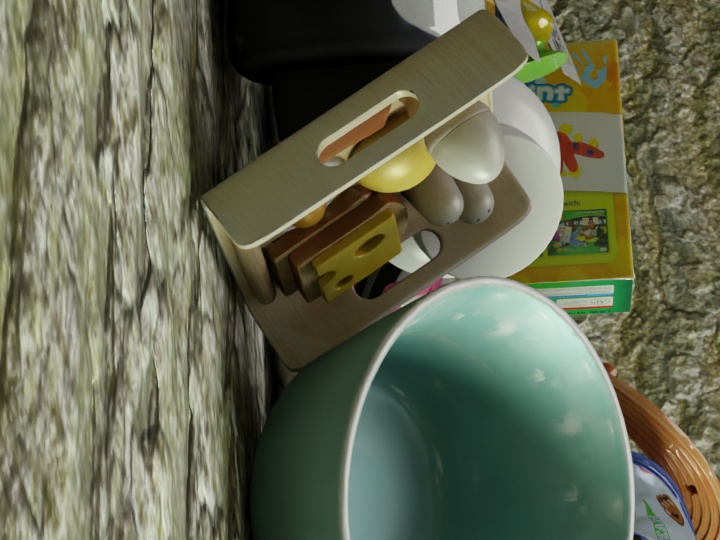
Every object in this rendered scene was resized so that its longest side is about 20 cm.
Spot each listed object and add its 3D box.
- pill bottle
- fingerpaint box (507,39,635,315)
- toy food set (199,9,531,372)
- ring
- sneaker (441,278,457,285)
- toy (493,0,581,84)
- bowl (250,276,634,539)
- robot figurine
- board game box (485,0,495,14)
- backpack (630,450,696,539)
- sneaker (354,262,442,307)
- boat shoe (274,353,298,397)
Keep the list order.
[{"bbox_3d":[0.032,-0.068,1.302,0.200,0.112,0.113,-129,-151,-59],"label":"pill bottle"},{"bbox_3d":[0.072,-0.055,1.634,0.073,0.199,0.168,78,8,-70],"label":"fingerpaint box"},{"bbox_3d":[0.014,-0.025,1.107,0.061,0.143,0.200,53,-7,18],"label":"toy food set"},{"bbox_3d":[0.114,0.098,1.409,0.019,0.200,0.201,-56,155,-29],"label":"ring"},{"bbox_3d":[0.023,0.019,1.518,0.200,0.075,0.082,52,8,20],"label":"sneaker"},{"bbox_3d":[0.050,-0.189,1.356,0.201,0.047,0.115,64,17,15],"label":"toy"},{"bbox_3d":[0.025,0.107,1.164,0.200,0.105,0.202,6,81,-46],"label":"bowl"},{"bbox_3d":[-0.006,-0.154,1.178,0.150,0.124,0.201,171,-84,-64],"label":"robot figurine"},{"bbox_3d":[0.017,-0.225,1.434,0.200,0.040,0.154,10,64,-64],"label":"board game box"},{"bbox_3d":[0.105,0.177,1.338,0.154,0.199,0.191,-100,176,-47],"label":"backpack"},{"bbox_3d":[0.000,0.000,1.384,0.200,0.087,0.074,-80,-174,-77],"label":"sneaker"},{"bbox_3d":[-0.005,0.099,1.341,0.200,0.072,0.065,70,21,-56],"label":"boat shoe"}]
